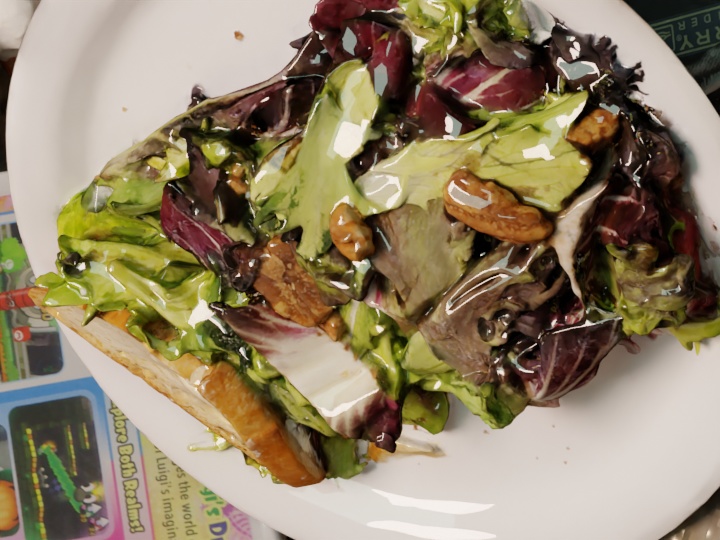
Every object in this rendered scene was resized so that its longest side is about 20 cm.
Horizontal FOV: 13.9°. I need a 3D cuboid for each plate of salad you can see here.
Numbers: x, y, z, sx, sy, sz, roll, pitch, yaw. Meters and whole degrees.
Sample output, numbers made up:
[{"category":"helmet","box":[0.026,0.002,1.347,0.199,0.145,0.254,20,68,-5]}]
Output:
[{"category":"plate of salad","box":[0.000,0.000,0.703,0.199,0.048,0.201,14,127,19]}]

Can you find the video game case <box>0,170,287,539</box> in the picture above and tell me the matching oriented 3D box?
[{"category":"video game case","box":[-0.110,0.076,0.790,0.181,0.024,0.201,-10,76,1]}]

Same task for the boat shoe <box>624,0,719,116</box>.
[{"category":"boat shoe","box":[0.035,-0.047,0.731,0.199,0.068,0.074,-9,78,33]}]

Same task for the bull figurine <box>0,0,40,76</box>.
[{"category":"bull figurine","box":[-0.163,-0.029,0.869,0.121,0.065,0.201,27,98,37]}]
